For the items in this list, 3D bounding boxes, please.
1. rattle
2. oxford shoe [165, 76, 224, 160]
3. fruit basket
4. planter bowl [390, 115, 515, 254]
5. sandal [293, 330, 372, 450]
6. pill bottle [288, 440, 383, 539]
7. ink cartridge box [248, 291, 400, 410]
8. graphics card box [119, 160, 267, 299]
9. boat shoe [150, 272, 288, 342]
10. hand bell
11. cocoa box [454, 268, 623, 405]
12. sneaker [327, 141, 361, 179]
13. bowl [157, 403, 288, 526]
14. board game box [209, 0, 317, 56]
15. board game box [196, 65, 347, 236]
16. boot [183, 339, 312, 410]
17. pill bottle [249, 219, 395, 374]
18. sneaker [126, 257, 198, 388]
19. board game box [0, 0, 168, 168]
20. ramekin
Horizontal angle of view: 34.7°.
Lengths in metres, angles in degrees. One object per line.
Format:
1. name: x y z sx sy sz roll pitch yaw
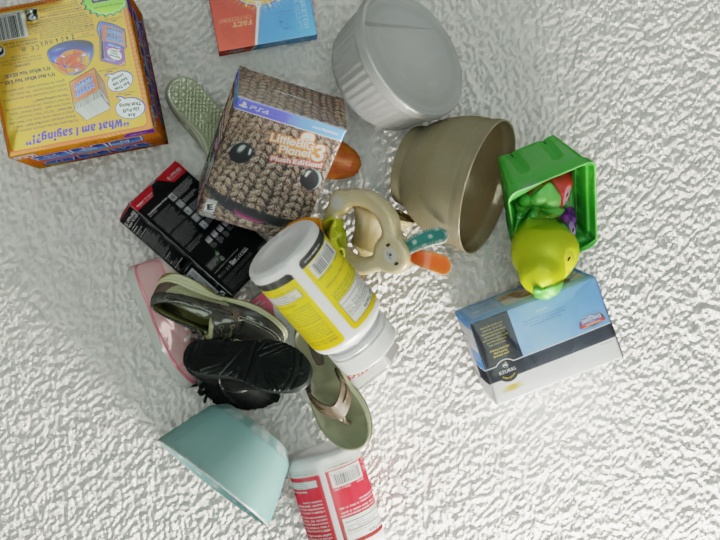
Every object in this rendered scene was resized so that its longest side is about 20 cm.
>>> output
1. rattle: 0.011 -0.037 1.596 0.200 0.143 0.130 30 100 25
2. oxford shoe: -0.218 -0.205 1.714 0.075 0.058 0.200 -42 108 -9
3. fruit basket: 0.275 -0.059 1.651 0.155 0.216 0.216 -22 92 -3
4. planter bowl: 0.127 -0.139 1.682 0.134 0.200 0.201 19 89 23
5. sandal: -0.048 0.168 1.633 0.080 0.057 0.201 -21 99 16
6. pill bottle: -0.031 0.358 1.701 0.112 0.112 0.200 -16 92 -4
7. ink cartridge box: -0.062 0.091 1.690 0.146 0.083 0.200 -38 94 19
8. graphics card box: -0.237 -0.052 1.682 0.200 0.051 0.126 40 46 -3
9. boat shoe: -0.203 0.072 1.626 0.200 0.072 0.066 25 47 -2
10. hand bell: 0.000 0.000 1.724 0.104 0.104 0.200 20 101 -4
11. cocoa box: 0.260 0.092 1.703 0.200 0.133 0.132 -21 98 -3
12. sneaker: -0.091 -0.193 1.710 0.200 0.077 0.073 26 87 -5
13. bowl: -0.182 0.267 1.659 0.201 0.201 0.105 38 75 -3
14. board game box: -0.156 -0.434 1.720 0.153 0.040 0.201 -11 91 -4
15. board game box: -0.128 -0.162 1.636 0.159 0.097 0.200 15 123 -14
16. boot: -0.151 0.157 1.648 0.198 0.163 0.074 5 66 13
17. pill bottle: -0.048 0.040 1.553 0.114 0.114 0.200 -41 112 -3
18. sneaker: -0.260 0.067 1.696 0.104 0.075 0.201 -24 88 7
19. board game box: -0.397 -0.266 1.625 0.199 0.200 0.200 -11 91 -4
20. ramekin: 0.047 -0.296 1.669 0.202 0.094 0.203 20 57 -36
